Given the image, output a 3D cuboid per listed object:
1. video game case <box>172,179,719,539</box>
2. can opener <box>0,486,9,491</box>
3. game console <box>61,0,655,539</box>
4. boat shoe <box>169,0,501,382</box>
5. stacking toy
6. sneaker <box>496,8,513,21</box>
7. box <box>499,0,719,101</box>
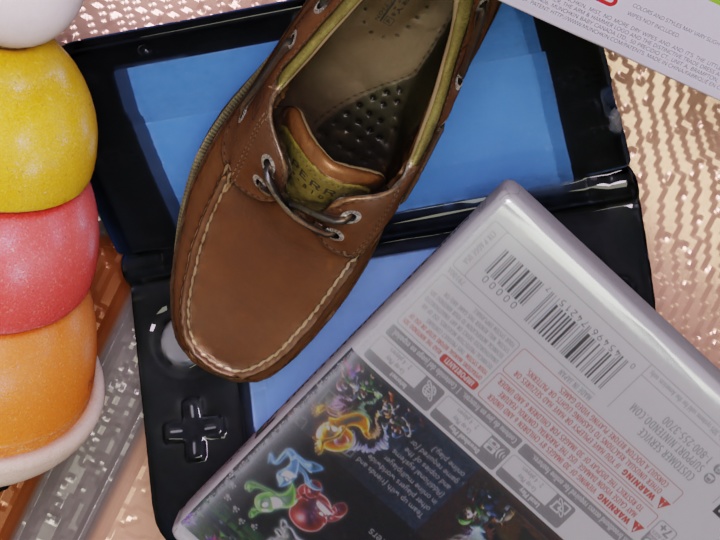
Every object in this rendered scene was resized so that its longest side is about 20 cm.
[{"bbox_3d":[0.063,0.096,0.915,0.200,0.023,0.182,42,108,-8],"label":"video game case"},{"bbox_3d":[-0.206,0.017,0.976,0.199,0.079,0.063,31,142,-3],"label":"can opener"},{"bbox_3d":[0.000,0.000,0.911,0.199,0.118,0.172,-10,77,11],"label":"game console"},{"bbox_3d":[-0.015,-0.043,0.852,0.072,0.068,0.201,25,111,-3],"label":"boat shoe"},{"bbox_3d":[-0.135,-0.040,0.862,0.145,0.146,0.201,20,117,-3],"label":"stacking toy"},{"bbox_3d":[0.117,-0.144,0.906,0.200,0.080,0.078,-35,101,9],"label":"sneaker"},{"bbox_3d":[0.128,-0.144,0.737,0.199,0.097,0.177,22,123,-14],"label":"box"}]
